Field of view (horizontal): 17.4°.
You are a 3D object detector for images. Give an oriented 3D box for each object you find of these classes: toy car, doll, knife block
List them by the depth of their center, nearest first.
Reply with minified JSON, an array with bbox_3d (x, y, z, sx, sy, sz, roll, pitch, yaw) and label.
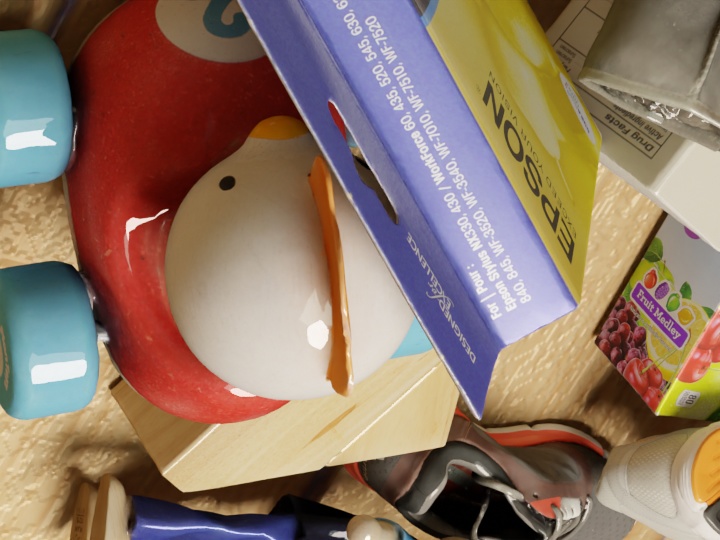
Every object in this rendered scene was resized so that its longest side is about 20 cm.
[{"bbox_3d":[-0.035,-0.022,0.879,0.184,0.200,0.177,-8,98,-21],"label":"toy car"},{"bbox_3d":[0.000,0.000,1.045,0.200,0.064,0.176,-8,126,-27],"label":"knife block"},{"bbox_3d":[-0.031,0.129,1.094,0.200,0.136,0.049,10,77,-18],"label":"doll"}]

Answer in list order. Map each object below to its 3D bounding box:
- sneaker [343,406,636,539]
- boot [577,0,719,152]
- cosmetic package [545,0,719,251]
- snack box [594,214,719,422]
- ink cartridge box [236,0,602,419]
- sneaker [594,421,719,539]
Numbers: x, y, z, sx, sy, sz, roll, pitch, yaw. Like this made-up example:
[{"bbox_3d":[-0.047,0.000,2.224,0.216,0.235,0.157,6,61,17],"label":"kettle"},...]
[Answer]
[{"bbox_3d":[0.075,0.121,1.172,0.200,0.082,0.077,19,112,-40],"label":"sneaker"},{"bbox_3d":[0.135,-0.161,0.928,0.182,0.073,0.200,28,95,-3],"label":"boot"},{"bbox_3d":[0.170,-0.121,1.014,0.200,0.104,0.073,-51,140,4],"label":"cosmetic package"},{"bbox_3d":[0.237,-0.016,1.179,0.169,0.068,0.200,10,119,-38],"label":"snack box"},{"bbox_3d":[0.026,-0.079,0.867,0.047,0.200,0.198,-23,113,17],"label":"ink cartridge box"},{"bbox_3d":[0.202,0.114,1.212,0.200,0.092,0.076,22,75,-42],"label":"sneaker"}]
